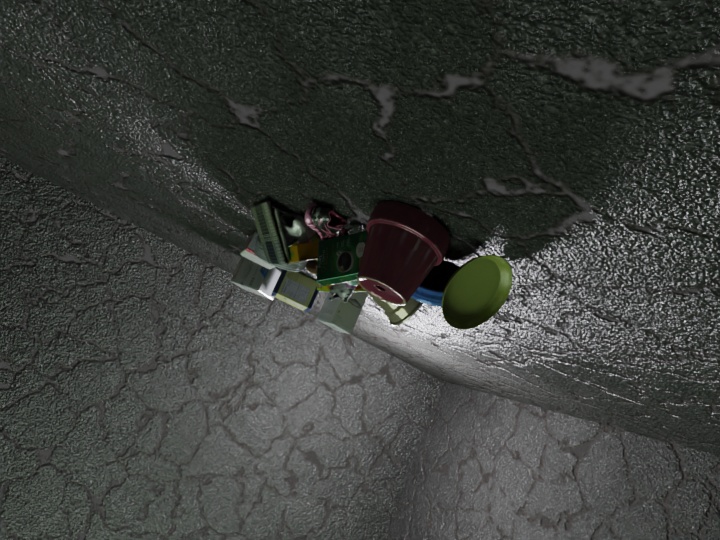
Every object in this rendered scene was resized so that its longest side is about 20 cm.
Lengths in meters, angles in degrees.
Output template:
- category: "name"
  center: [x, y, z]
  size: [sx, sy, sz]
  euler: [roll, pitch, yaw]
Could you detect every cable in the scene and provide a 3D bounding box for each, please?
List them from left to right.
- category: "cable"
  center: [-0.277, -0.066, 1.847]
  size: [0.197, 0.070, 0.200]
  euler: [10, -163, -30]

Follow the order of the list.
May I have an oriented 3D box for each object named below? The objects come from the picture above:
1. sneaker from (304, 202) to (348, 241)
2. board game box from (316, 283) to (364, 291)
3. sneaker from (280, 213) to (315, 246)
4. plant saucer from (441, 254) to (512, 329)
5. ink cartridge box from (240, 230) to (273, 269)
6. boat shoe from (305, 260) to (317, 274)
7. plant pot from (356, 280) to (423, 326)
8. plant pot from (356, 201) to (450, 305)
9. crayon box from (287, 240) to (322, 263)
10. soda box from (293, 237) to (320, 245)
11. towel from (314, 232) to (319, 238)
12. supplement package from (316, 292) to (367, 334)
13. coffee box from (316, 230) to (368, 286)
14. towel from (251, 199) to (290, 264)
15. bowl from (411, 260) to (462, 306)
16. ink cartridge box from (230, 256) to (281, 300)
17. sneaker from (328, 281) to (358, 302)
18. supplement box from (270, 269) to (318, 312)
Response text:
- category: "sneaker"
  center: [-0.070, -0.116, 1.441]
  size: [0.094, 0.080, 0.200]
  euler: [3, 159, 29]
- category: "board game box"
  center: [-0.052, 0.049, 1.897]
  size: [0.101, 0.049, 0.198]
  euler: [6, -176, 43]
- category: "sneaker"
  center: [-0.218, -0.134, 1.607]
  size: [0.198, 0.078, 0.100]
  euler: [-10, 128, 48]
- category: "plant saucer"
  center: [0.270, 0.047, 1.236]
  size: [0.199, 0.201, 0.031]
  euler: [34, -171, -38]
- category: "ink cartridge box"
  center: [-0.396, -0.079, 2.117]
  size: [0.144, 0.084, 0.200]
  euler: [28, 166, -17]
- category: "boat shoe"
  center: [-0.126, -0.025, 1.896]
  size: [0.198, 0.073, 0.068]
  euler: [7, 155, 34]
- category: "plant pot"
  center: [0.082, 0.020, 1.473]
  size: [0.183, 0.202, 0.200]
  euler: [38, 164, -13]
- category: "plant pot"
  center: [0.085, -0.029, 1.211]
  size: [0.198, 0.181, 0.200]
  euler: [24, 163, 8]
- category: "crayon box"
  center: [-0.149, -0.057, 1.578]
  size: [0.124, 0.053, 0.199]
  euler: [-10, -177, -23]
- category: "soda box"
  center: [-0.210, -0.100, 1.749]
  size: [0.197, 0.065, 0.068]
  euler: [23, 167, 10]
- category: "towel"
  center: [-0.120, -0.122, 1.616]
  size: [0.198, 0.018, 0.086]
  euler: [17, 160, 32]
- category: "supplement package"
  center: [-0.069, 0.138, 2.125]
  size: [0.116, 0.202, 0.117]
  euler: [31, 165, -32]
- category: "coffee box"
  center: [-0.024, -0.035, 1.398]
  size: [0.197, 0.125, 0.044]
  euler: [-12, 154, 24]
- category: "towel"
  center: [-0.279, -0.117, 1.629]
  size: [0.034, 0.203, 0.192]
  euler: [-20, -170, -24]
- category: "bowl"
  center: [0.190, 0.024, 1.329]
  size: [0.197, 0.040, 0.201]
  euler: [7, -154, -3]
- category: "ink cartridge box"
  center: [-0.525, 0.037, 2.662]
  size: [0.198, 0.149, 0.145]
  euler: [17, 166, 29]
- category: "sneaker"
  center: [-0.076, 0.033, 1.742]
  size: [0.077, 0.141, 0.200]
  euler: [15, -159, -26]
- category: "supplement box"
  center: [-0.314, 0.094, 2.537]
  size: [0.198, 0.136, 0.200]
  euler: [26, 167, -8]
